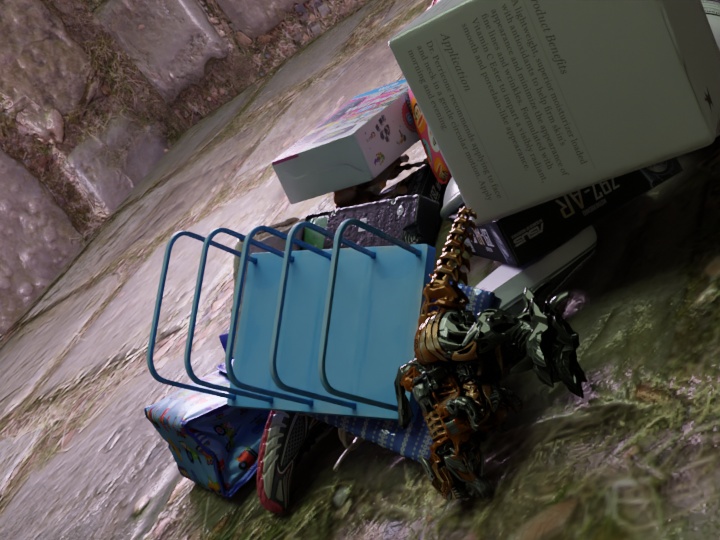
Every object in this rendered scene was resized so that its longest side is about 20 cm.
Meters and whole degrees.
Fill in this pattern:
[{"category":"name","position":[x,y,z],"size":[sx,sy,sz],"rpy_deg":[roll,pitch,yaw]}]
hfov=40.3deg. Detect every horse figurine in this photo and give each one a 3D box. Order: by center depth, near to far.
[{"category":"horse figurine","position":[0.021,-0.112,1.225],"size":[0.132,0.050,0.200],"rpy_deg":[-14,28,47]}]

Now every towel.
[{"category":"towel","position":[0.013,0.065,0.815],"size":[0.198,0.024,0.147],"rpy_deg":[15,83,42]},{"category":"towel","position":[-0.095,0.013,1.134],"size":[0.034,0.135,0.200],"rpy_deg":[9,15,18]}]

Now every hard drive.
[{"category":"hard drive","position":[0.000,0.000,1.058],"size":[0.199,0.037,0.142],"rpy_deg":[-7,71,50]}]

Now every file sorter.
[{"category":"file sorter","position":[-0.060,0.037,0.793],"size":[0.198,0.122,0.141],"rpy_deg":[-2,74,38]}]

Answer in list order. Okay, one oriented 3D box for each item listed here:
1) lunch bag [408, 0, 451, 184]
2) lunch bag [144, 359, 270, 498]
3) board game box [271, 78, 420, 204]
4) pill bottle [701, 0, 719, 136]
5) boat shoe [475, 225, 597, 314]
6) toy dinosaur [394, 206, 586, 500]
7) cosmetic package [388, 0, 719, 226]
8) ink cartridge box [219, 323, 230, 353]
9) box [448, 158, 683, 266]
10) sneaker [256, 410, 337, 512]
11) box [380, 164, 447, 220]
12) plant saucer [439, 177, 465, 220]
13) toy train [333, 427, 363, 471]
[{"category":"lunch bag","position":[0.110,-0.214,1.091],"size":[0.081,0.178,0.201],"rpy_deg":[-13,-23,-17]},{"category":"lunch bag","position":[-0.108,0.136,1.042],"size":[0.199,0.095,0.150],"rpy_deg":[-35,13,-25]},{"category":"board game box","position":[0.004,-0.168,1.222],"size":[0.146,0.065,0.200],"rpy_deg":[-11,23,41]},{"category":"pill bottle","position":[0.310,-0.200,0.909],"size":[0.112,0.113,0.201],"rpy_deg":[-27,23,33]},{"category":"boat shoe","position":[0.124,0.035,0.831],"size":[0.199,0.057,0.069],"rpy_deg":[-37,9,2]},{"category":"toy dinosaur","position":[0.082,0.059,0.709],"size":[0.134,0.203,0.102],"rpy_deg":[-8,7,27]},{"category":"cosmetic package","position":[0.161,-0.166,0.768],"size":[0.198,0.166,0.165],"rpy_deg":[-18,18,31]},{"category":"ink cartridge box","position":[-0.117,0.055,1.282],"size":[0.099,0.039,0.201],"rpy_deg":[-11,35,54]},{"category":"box","position":[0.173,-0.068,0.881],"size":[0.159,0.044,0.200],"rpy_deg":[-30,7,-4]},{"category":"sneaker","position":[-0.044,0.132,0.921],"size":[0.081,0.074,0.202],"rpy_deg":[107,-175,-60]},{"category":"box","position":[0.023,-0.038,1.202],"size":[0.160,0.049,0.201],"rpy_deg":[-29,21,27]},{"category":"plant saucer","position":[0.158,-0.122,1.002],"size":[0.198,0.051,0.200],"rpy_deg":[-31,-6,-4]},{"category":"toy train","position":[-0.013,0.072,0.890],"size":[0.115,0.085,0.201],"rpy_deg":[27,59,21]}]
